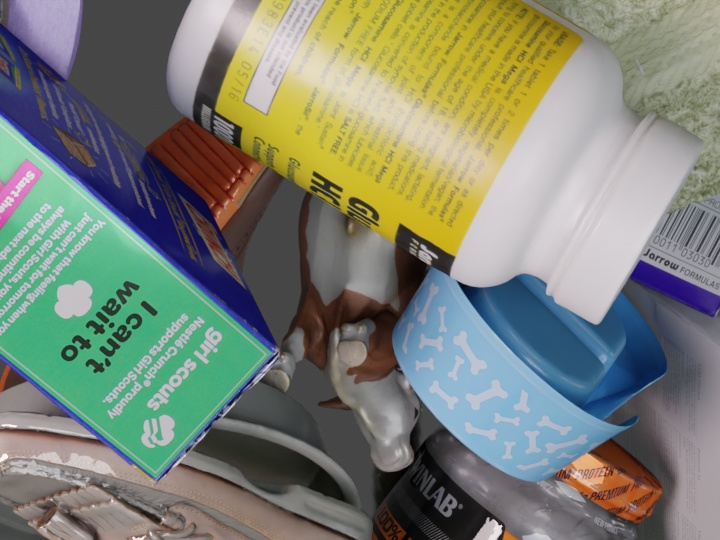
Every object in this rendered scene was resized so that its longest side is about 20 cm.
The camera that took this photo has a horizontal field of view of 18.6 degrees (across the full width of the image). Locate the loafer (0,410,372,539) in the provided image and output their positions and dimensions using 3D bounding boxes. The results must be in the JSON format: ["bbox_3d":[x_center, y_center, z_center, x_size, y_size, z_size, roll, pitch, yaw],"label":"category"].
[{"bbox_3d":[-0.075,0.109,0.903,0.199,0.072,0.063,21,66,-37],"label":"loafer"}]

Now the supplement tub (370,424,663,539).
[{"bbox_3d":[0.052,0.159,1.063,0.122,0.123,0.201,31,97,-23],"label":"supplement tub"}]

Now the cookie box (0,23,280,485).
[{"bbox_3d":[-0.137,-0.034,0.845,0.075,0.171,0.200,-46,114,6],"label":"cookie box"}]

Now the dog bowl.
[{"bbox_3d":[0.074,0.033,0.980,0.111,0.200,0.050,44,109,4],"label":"dog bowl"}]

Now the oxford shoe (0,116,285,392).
[{"bbox_3d":[-0.085,0.003,1.008,0.073,0.071,0.200,29,104,-42],"label":"oxford shoe"}]

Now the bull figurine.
[{"bbox_3d":[0.000,0.000,1.008,0.065,0.121,0.201,5,101,13],"label":"bull figurine"}]

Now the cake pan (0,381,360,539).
[{"bbox_3d":[-0.100,0.099,0.988,0.199,0.037,0.201,-4,148,-2],"label":"cake pan"}]

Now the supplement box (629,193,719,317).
[{"bbox_3d":[0.154,-0.099,1.016,0.101,0.103,0.201,24,102,-21],"label":"supplement box"}]

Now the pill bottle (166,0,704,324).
[{"bbox_3d":[0.031,-0.065,0.882,0.199,0.112,0.113,31,99,7],"label":"pill bottle"}]

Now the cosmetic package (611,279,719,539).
[{"bbox_3d":[0.173,0.108,1.066,0.051,0.151,0.201,-9,111,-13],"label":"cosmetic package"}]

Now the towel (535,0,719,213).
[{"bbox_3d":[0.167,-0.114,0.941,0.199,0.036,0.149,-28,113,-5],"label":"towel"}]

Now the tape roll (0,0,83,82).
[{"bbox_3d":[-0.219,-0.118,0.919,0.199,0.066,0.201,-6,111,-15],"label":"tape roll"}]
